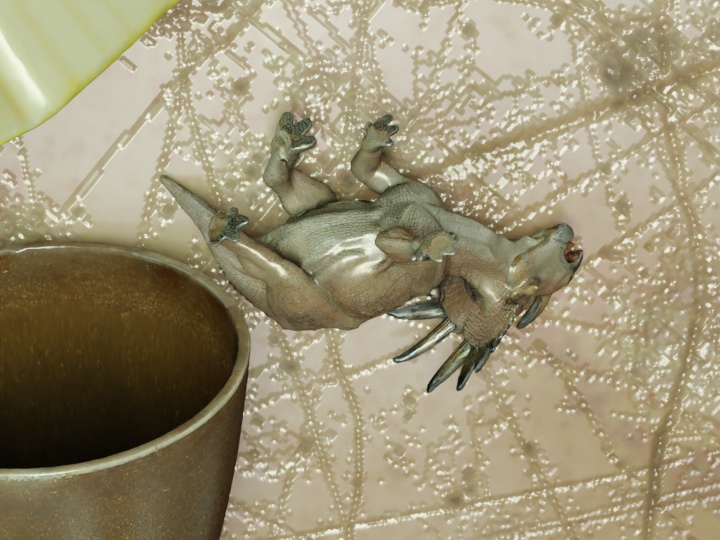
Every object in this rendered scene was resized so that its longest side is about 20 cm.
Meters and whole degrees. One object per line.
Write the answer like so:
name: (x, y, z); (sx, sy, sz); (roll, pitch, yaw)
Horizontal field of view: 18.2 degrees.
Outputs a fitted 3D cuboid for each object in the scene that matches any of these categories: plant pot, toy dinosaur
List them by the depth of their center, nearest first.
plant pot: (-0.141, 0.121, 1.059); (0.185, 0.187, 0.201); (-2, 121, -1)
toy dinosaur: (0.000, 0.000, 1.077); (0.198, 0.086, 0.136); (1, 144, 14)

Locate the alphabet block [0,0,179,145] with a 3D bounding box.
alphabet block: (-0.194, -0.158, 0.928); (0.196, 0.196, 0.201); (-20, 111, 41)
